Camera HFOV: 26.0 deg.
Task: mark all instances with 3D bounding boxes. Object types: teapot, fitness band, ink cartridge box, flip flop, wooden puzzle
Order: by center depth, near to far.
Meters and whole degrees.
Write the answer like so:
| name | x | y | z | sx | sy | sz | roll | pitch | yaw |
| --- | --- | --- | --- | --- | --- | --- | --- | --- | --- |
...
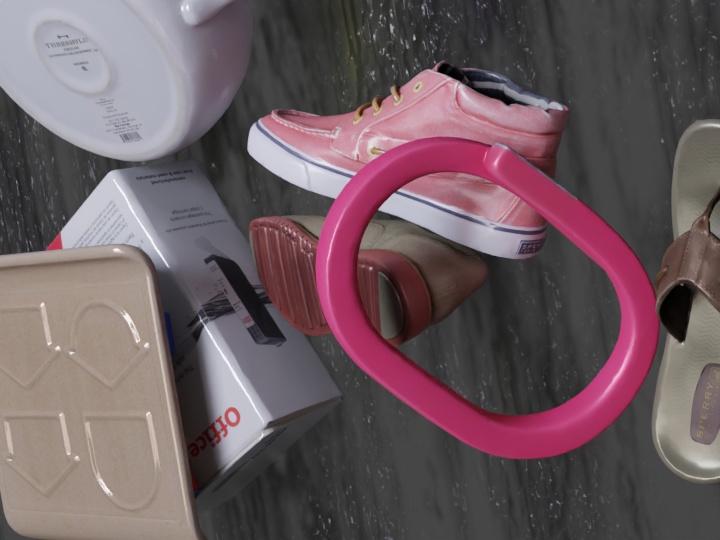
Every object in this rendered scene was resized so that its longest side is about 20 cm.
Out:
| name | x | y | z | sx | sy | sz | roll | pitch | yaw |
| --- | --- | --- | --- | --- | --- | --- | --- | --- | --- |
| flip flop | 0.183 | 0.020 | 0.812 | 0.081 | 0.058 | 0.200 | 18 | 110 | 34 |
| fitness band | 0.069 | 0.015 | 0.844 | 0.200 | 0.037 | 0.144 | 37 | 94 | -18 |
| teapot | -0.138 | -0.177 | 0.977 | 0.200 | 0.146 | 0.198 | 30 | 144 | 7 |
| wooden puzzle | -0.175 | 0.081 | 1.009 | 0.185 | 0.046 | 0.200 | -4 | 102 | 40 |
| ink cartridge box | -0.124 | 0.049 | 1.041 | 0.144 | 0.084 | 0.200 | -44 | 71 | 36 |

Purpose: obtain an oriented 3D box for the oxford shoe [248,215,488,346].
| name | x | y | z | sx | sy | sz | roll | pitch | yaw |
| --- | --- | --- | --- | --- | --- | --- | --- | --- | --- |
| oxford shoe | 0.000 | 0.000 | 0.951 | 0.200 | 0.075 | 0.071 | 21 | 126 | 54 |

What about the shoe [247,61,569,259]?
| name | x | y | z | sx | sy | sz | roll | pitch | yaw |
| --- | --- | --- | --- | --- | --- | --- | --- | --- | --- |
| shoe | 0.027 | -0.082 | 0.910 | 0.200 | 0.071 | 0.091 | 22 | 111 | 27 |
